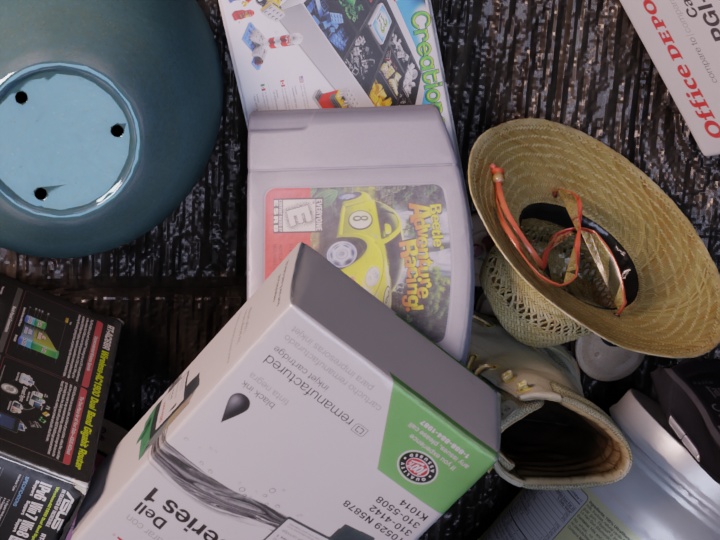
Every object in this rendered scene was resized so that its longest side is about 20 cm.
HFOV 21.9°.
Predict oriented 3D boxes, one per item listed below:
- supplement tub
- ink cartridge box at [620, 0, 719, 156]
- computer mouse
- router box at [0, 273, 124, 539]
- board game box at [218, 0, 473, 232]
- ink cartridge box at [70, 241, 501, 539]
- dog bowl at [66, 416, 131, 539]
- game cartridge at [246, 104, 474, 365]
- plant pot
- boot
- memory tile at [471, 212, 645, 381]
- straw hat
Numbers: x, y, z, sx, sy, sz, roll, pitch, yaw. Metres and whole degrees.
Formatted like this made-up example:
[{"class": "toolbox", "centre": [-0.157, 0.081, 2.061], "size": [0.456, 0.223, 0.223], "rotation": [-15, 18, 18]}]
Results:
[{"class": "supplement tub", "centre": [0.158, 0.192, 1.216], "size": [0.145, 0.145, 0.200], "rotation": [37, 99, -18]}, {"class": "ink cartridge box", "centre": [0.265, -0.156, 1.088], "size": [0.083, 0.200, 0.147], "rotation": [-48, 115, -35]}, {"class": "computer mouse", "centre": [0.246, 0.085, 1.173], "size": [0.140, 0.200, 0.046], "rotation": [-4, 124, -28]}, {"class": "router box", "centre": [-0.225, 0.070, 1.081], "size": [0.150, 0.200, 0.062], "rotation": [22, 113, -11]}, {"class": "board game box", "centre": [-0.010, -0.107, 1.146], "size": [0.126, 0.035, 0.200], "rotation": [-12, 109, -1]}, {"class": "ink cartridge box", "centre": [-0.041, 0.109, 1.021], "size": [0.146, 0.084, 0.200], "rotation": [37, 112, -13]}, {"class": "dog bowl", "centre": [-0.203, 0.187, 1.165], "size": [0.200, 0.074, 0.200], "rotation": [0, 94, 1]}, {"class": "game cartridge", "centre": [0.000, 0.000, 1.090], "size": [0.133, 0.041, 0.200], "rotation": [-2, 77, 1]}, {"class": "plant pot", "centre": [-0.174, -0.090, 1.076], "size": [0.200, 0.135, 0.200], "rotation": [-3, 109, -9]}, {"class": "boot", "centre": [0.059, 0.068, 1.137], "size": [0.200, 0.155, 0.072], "rotation": [17, 104, -15]}, {"class": "memory tile", "centre": [0.078, 0.040, 1.222], "size": [0.200, 0.017, 0.153], "rotation": [-26, 110, -1]}, {"class": "straw hat", "centre": [0.122, 0.002, 1.147], "size": [0.201, 0.201, 0.085], "rotation": [29, 126, -17]}]
